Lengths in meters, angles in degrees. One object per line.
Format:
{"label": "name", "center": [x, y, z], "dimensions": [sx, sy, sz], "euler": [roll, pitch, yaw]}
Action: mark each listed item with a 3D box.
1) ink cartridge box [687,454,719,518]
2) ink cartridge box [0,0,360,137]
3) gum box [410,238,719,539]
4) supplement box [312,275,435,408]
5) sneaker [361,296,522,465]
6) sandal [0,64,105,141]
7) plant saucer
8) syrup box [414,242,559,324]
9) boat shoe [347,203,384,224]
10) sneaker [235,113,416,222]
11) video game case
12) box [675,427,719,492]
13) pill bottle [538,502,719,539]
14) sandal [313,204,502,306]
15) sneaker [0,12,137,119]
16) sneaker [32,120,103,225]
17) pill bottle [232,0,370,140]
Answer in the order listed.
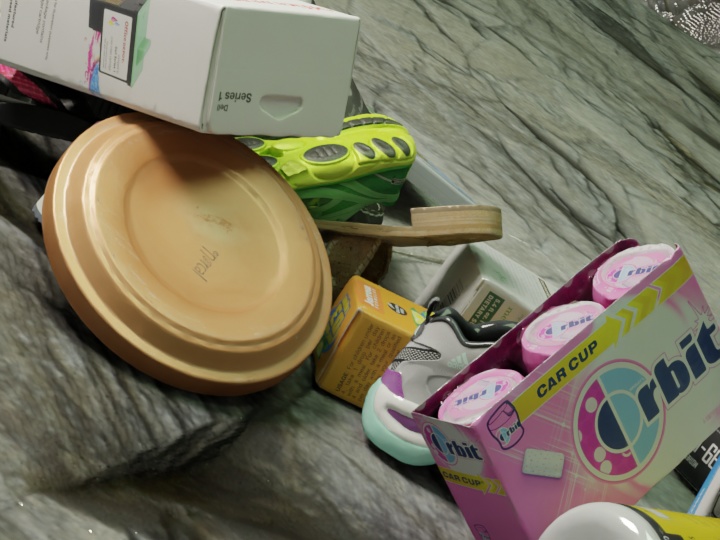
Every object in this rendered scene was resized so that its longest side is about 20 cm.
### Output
{"label": "ink cartridge box", "center": [0.301, 0.168, 1.366], "dimensions": [0.144, 0.085, 0.200], "euler": [32, -17, 6]}
{"label": "ink cartridge box", "center": [-0.120, -0.153, 1.392], "dimensions": [0.199, 0.085, 0.144], "euler": [21, 15, 36]}
{"label": "gum box", "center": [0.140, 0.079, 1.275], "dimensions": [0.066, 0.200, 0.114], "euler": [6, -51, 57]}
{"label": "supplement box", "center": [0.068, 0.080, 1.413], "dimensions": [0.199, 0.069, 0.067], "euler": [23, 17, -13]}
{"label": "sneaker", "center": [0.114, 0.088, 1.337], "dimensions": [0.199, 0.141, 0.078], "euler": [28, 14, -7]}
{"label": "sandal", "center": [-0.220, -0.120, 1.444], "dimensions": [0.198, 0.046, 0.075], "euler": [15, 11, 17]}
{"label": "plant saucer", "center": [-0.103, -0.017, 1.315], "dimensions": [0.199, 0.032, 0.202], "euler": [19, 49, -24]}
{"label": "syrup box", "center": [0.137, 0.066, 1.501], "dimensions": [0.199, 0.079, 0.082], "euler": [31, 18, -20]}
{"label": "boat shoe", "center": [-0.044, -0.098, 1.702], "dimensions": [0.071, 0.061, 0.201], "euler": [8, 29, -50]}
{"label": "sneaker", "center": [-0.053, -0.055, 1.517], "dimensions": [0.198, 0.084, 0.074], "euler": [-10, 41, -17]}
{"label": "video game case", "center": [-0.001, -0.131, 1.809], "dimensions": [0.200, 0.022, 0.182], "euler": [37, 6, -38]}
{"label": "box", "center": [0.321, 0.150, 1.643], "dimensions": [0.199, 0.050, 0.158], "euler": [12, 26, -44]}
{"label": "pill bottle", "center": [0.195, 0.200, 1.227], "dimensions": [0.199, 0.113, 0.112], "euler": [13, 25, -42]}
{"label": "sandal", "center": [-0.002, -0.001, 1.462], "dimensions": [0.210, 0.070, 0.078], "euler": [-5, -8, 21]}
{"label": "sneaker", "center": [-0.198, -0.141, 1.556], "dimensions": [0.199, 0.074, 0.089], "euler": [29, 20, -7]}
{"label": "sneaker", "center": [-0.113, -0.033, 1.396], "dimensions": [0.199, 0.082, 0.070], "euler": [21, 19, -28]}
{"label": "pill bottle", "center": [-0.071, -0.151, 1.572], "dimensions": [0.201, 0.113, 0.114], "euler": [61, -1, -34]}
